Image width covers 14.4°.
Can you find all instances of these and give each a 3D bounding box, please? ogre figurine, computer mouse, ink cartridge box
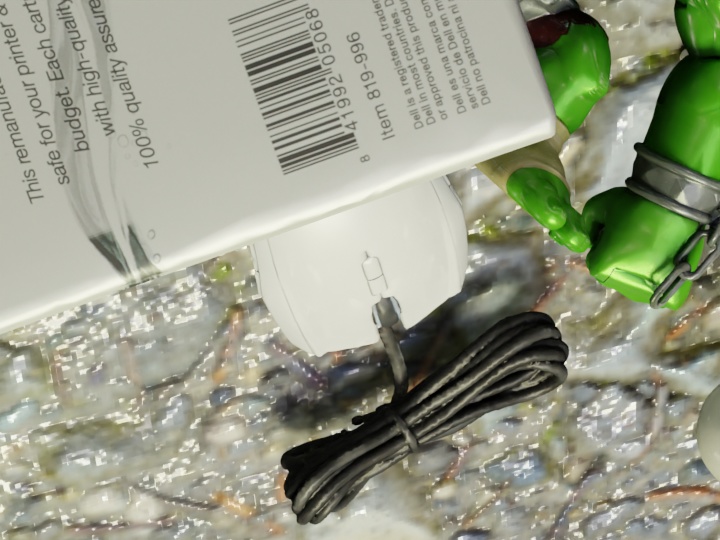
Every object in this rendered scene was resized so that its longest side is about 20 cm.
[{"bbox_3d":[0.053,-0.093,0.844,0.120,0.200,0.098,-48,175,2],"label":"ogre figurine"},{"bbox_3d":[0.000,0.000,0.934,0.109,0.044,0.200,-24,135,-1],"label":"computer mouse"},{"bbox_3d":[-0.063,-0.073,0.764,0.199,0.083,0.147,-19,95,4],"label":"ink cartridge box"}]

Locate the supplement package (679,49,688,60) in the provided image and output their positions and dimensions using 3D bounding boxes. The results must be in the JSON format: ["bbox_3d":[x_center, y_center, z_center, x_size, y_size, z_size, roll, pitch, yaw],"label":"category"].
[{"bbox_3d":[0.205,-0.009,0.913,0.109,0.200,0.114,-34,134,9],"label":"supplement package"}]

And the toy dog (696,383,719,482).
[{"bbox_3d":[0.190,0.061,1.037,0.200,0.131,0.097,57,52,-73],"label":"toy dog"}]
